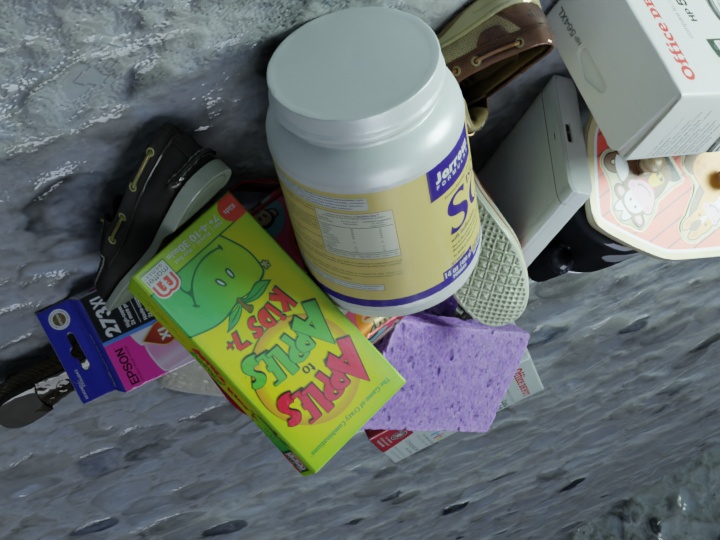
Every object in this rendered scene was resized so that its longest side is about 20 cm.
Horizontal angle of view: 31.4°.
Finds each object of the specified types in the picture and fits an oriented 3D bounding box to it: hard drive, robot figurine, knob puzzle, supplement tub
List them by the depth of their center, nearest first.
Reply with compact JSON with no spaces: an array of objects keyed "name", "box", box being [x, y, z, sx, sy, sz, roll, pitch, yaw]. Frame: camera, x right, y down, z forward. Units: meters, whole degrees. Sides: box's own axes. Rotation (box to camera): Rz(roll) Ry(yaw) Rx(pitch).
[{"name":"supplement tub","box":[0.011,-0.078,0.949,0.145,0.146,0.200,-22,138,-7]},{"name":"knob puzzle","box":[0.278,-0.097,1.124,0.219,0.220,0.030,-15,-179,-22]},{"name":"hard drive","box":[0.144,-0.065,1.174,0.027,0.132,0.200,11,143,-19]},{"name":"robot figurine","box":[0.225,-0.066,1.227,0.150,0.125,0.200,-12,174,-17]}]

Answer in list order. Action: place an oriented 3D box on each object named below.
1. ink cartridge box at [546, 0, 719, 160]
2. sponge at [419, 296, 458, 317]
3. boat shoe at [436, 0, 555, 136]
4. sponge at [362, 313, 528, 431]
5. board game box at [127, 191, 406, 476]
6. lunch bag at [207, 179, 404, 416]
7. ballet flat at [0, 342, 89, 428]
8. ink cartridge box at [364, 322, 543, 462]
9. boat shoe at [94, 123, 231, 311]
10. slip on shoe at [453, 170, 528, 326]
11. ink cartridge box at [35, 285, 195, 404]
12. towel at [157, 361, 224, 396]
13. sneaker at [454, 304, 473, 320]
[{"name":"ink cartridge box","box":[0.271,-0.176,1.042,0.200,0.146,0.084,-8,153,-35]},{"name":"sponge","box":[0.000,0.000,1.187,0.199,0.030,0.112,1,137,-11]},{"name":"boat shoe","box":[0.071,-0.139,1.014,0.200,0.072,0.072,-36,154,26]},{"name":"sponge","box":[0.072,0.098,1.215,0.200,0.030,0.112,9,109,-45]},{"name":"board game box","box":[-0.072,0.049,0.980,0.102,0.200,0.048,-43,-179,-19]},{"name":"lunch bag","box":[-0.061,0.006,1.065,0.200,0.176,0.082,-36,178,-26]},{"name":"ballet flat","box":[-0.258,0.085,1.210,0.200,0.046,0.067,-28,136,-9]},{"name":"ink cartridge box","box":[0.084,0.100,1.444,0.200,0.145,0.145,-28,157,4]},{"name":"boat shoe","box":[-0.169,-0.039,1.010,0.072,0.061,0.201,-43,177,-46]},{"name":"slip on shoe","box":[0.093,-0.041,1.124,0.074,0.200,0.061,-24,-162,14]},{"name":"ink cartridge box","box":[-0.176,0.040,1.124,0.200,0.095,0.037,-25,-168,2]},{"name":"towel","box":[-0.086,0.071,1.202,0.199,0.035,0.133,8,133,-8]},{"name":"sneaker","box":[0.050,0.041,1.354,0.200,0.115,0.076,-47,155,-4]}]
